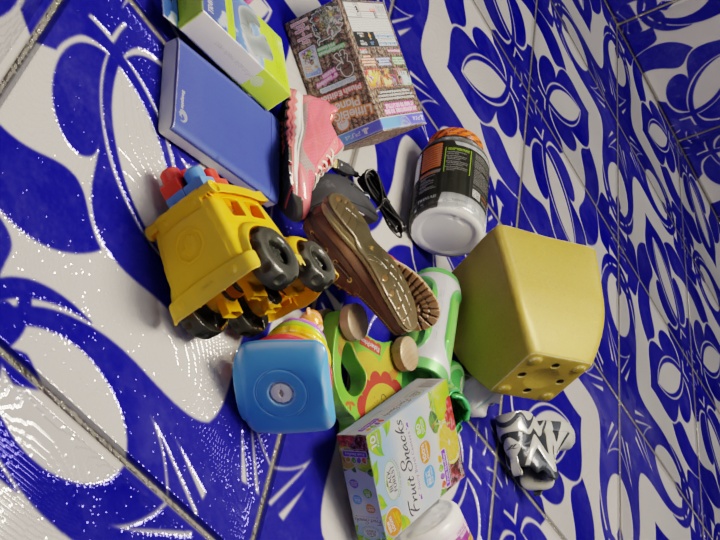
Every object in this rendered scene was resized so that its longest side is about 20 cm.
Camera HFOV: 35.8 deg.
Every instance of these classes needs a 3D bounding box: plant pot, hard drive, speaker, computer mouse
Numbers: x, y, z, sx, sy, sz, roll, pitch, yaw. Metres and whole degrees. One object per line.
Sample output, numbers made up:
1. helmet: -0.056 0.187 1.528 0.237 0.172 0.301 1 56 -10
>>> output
1. plant pot: 0.252 0.082 1.689 0.195 0.194 0.201 11 49 -28
2. hard drive: -0.168 -0.179 1.371 0.200 0.025 0.132 35 45 -48
3. speaker: 0.098 0.089 1.620 0.089 0.088 0.200 52 34 -32
4. computer mouse: -0.020 -0.120 1.550 0.200 0.046 0.141 11 39 -43

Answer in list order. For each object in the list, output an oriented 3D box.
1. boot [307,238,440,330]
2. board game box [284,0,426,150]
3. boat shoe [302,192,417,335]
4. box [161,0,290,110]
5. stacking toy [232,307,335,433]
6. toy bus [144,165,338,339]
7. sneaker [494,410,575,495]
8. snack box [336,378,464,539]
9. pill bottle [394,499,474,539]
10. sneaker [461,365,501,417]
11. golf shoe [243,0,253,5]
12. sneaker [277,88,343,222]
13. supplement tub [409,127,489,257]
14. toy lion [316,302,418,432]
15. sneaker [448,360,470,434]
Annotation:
1. boot: 0.030 0.002 1.495 0.200 0.075 0.107 37 17 8
2. board game box: -0.004 -0.290 1.654 0.159 0.097 0.201 -21 92 -62
3. boat shoe: 0.000 0.000 1.415 0.200 0.067 0.072 56 26 4
4. box: -0.169 -0.306 1.405 0.200 0.048 0.122 40 29 -44
5. stacking toy: -0.075 0.096 1.310 0.200 0.109 0.117 -72 158 -65
6. toy bus: -0.143 -0.034 1.245 0.200 0.136 0.192 7 51 -61
7. sneaker: 0.298 0.313 1.848 0.199 0.079 0.130 28 51 -52
8. snack box: 0.056 0.238 1.421 0.200 0.053 0.143 -26 107 -52
9. pill bottle: 0.113 0.405 1.426 0.201 0.112 0.112 66 29 -9
10. sneaker: 0.202 0.169 1.784 0.200 0.070 0.081 -34 109 -53
11. golf shoe: -0.164 -0.445 1.493 0.091 0.075 0.201 3 72 -63
12. sneaker: -0.062 -0.153 1.456 0.086 0.074 0.201 7 59 -14
13. supplement tub: 0.146 -0.131 1.799 0.123 0.122 0.201 49 36 -35
14. toy lion: 0.009 0.164 1.453 0.200 0.068 0.192 35 52 -47
15. sneaker: 0.126 0.199 1.604 0.074 0.083 0.200 60 30 -20
